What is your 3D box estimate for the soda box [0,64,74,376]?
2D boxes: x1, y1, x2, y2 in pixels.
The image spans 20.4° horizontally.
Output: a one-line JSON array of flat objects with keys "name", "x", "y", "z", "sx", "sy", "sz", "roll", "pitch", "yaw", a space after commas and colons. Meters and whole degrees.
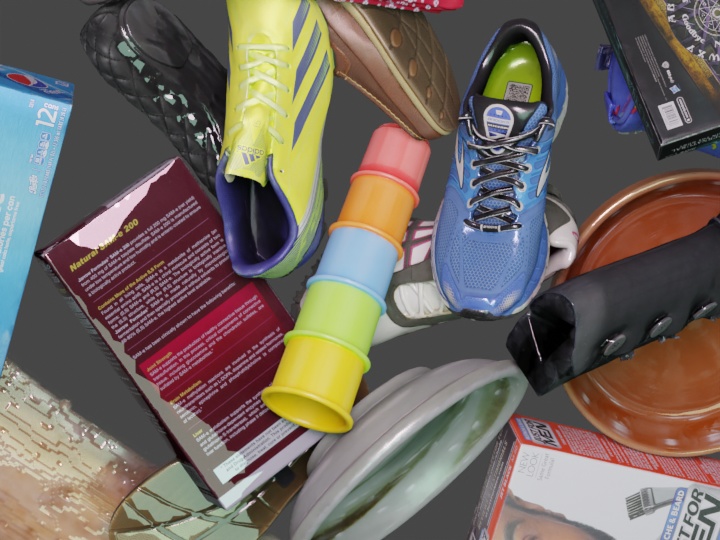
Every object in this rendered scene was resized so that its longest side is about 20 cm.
[{"name": "soda box", "x": -0.235, "y": -0.025, "z": 1.257, "sx": 0.064, "sy": 0.068, "sz": 0.201, "roll": 15, "pitch": 104, "yaw": -11}]

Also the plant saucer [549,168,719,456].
[{"name": "plant saucer", "x": 0.223, "y": 0.028, "z": 1.358, "sx": 0.199, "sy": 0.032, "sz": 0.202, "roll": -2, "pitch": 106, "yaw": -8}]

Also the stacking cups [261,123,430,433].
[{"name": "stacking cups", "x": 0.000, "y": 0.000, "z": 1.253, "sx": 0.060, "sy": 0.060, "sz": 0.201, "roll": 27, "pitch": 69, "yaw": -15}]

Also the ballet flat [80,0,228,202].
[{"name": "ballet flat", "x": -0.099, "y": -0.094, "z": 1.274, "sx": 0.200, "sy": 0.057, "sz": 0.067, "roll": 52, "pitch": 55, "yaw": -20}]

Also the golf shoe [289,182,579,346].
[{"name": "golf shoe", "x": 0.047, "y": 0.002, "z": 1.297, "sx": 0.199, "sy": 0.088, "sz": 0.077, "roll": -26, "pitch": 110, "yaw": 1}]

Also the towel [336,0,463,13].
[{"name": "towel", "x": 0.003, "y": -0.226, "z": 1.168, "sx": 0.199, "sy": 0.022, "sz": 0.145, "roll": -1, "pitch": 112, "yaw": -44}]

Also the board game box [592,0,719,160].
[{"name": "board game box", "x": 0.212, "y": -0.179, "z": 1.236, "sx": 0.135, "sy": 0.028, "sz": 0.201, "roll": -18, "pitch": 70, "yaw": -3}]

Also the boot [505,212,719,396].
[{"name": "boot", "x": 0.196, "y": -0.010, "z": 1.229, "sx": 0.199, "sy": 0.066, "sz": 0.165, "roll": -16, "pitch": 144, "yaw": -24}]

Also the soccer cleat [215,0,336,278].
[{"name": "soccer cleat", "x": -0.056, "y": -0.091, "z": 1.209, "sx": 0.064, "sy": 0.084, "sz": 0.201, "roll": 6, "pitch": 109, "yaw": 25}]

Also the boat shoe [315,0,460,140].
[{"name": "boat shoe", "x": -0.013, "y": -0.159, "z": 1.255, "sx": 0.067, "sy": 0.072, "sz": 0.200, "roll": -31, "pitch": 109, "yaw": 32}]

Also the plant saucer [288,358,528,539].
[{"name": "plant saucer", "x": 0.020, "y": 0.115, "z": 1.295, "sx": 0.200, "sy": 0.200, "sz": 0.050, "roll": -43, "pitch": 73, "yaw": 6}]

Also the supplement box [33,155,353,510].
[{"name": "supplement box", "x": -0.106, "y": 0.040, "z": 1.271, "sx": 0.109, "sy": 0.061, "sz": 0.200, "roll": -36, "pitch": 99, "yaw": -13}]

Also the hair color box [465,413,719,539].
[{"name": "hair color box", "x": 0.182, "y": 0.178, "z": 1.380, "sx": 0.199, "sy": 0.064, "sz": 0.111, "roll": 13, "pitch": 105, "yaw": -10}]

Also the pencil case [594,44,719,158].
[{"name": "pencil case", "x": 0.251, "y": -0.102, "z": 1.298, "sx": 0.199, "sy": 0.078, "sz": 0.087, "roll": 17, "pitch": 129, "yaw": -13}]

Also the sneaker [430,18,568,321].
[{"name": "sneaker", "x": 0.082, "y": -0.066, "z": 1.234, "sx": 0.078, "sy": 0.089, "sz": 0.201, "roll": 4, "pitch": 69, "yaw": 13}]

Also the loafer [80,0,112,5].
[{"name": "loafer", "x": -0.111, "y": -0.245, "z": 1.214, "sx": 0.071, "sy": 0.073, "sz": 0.200, "roll": 44, "pitch": 87, "yaw": -13}]

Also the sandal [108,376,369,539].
[{"name": "sandal", "x": -0.079, "y": 0.132, "z": 1.338, "sx": 0.200, "sy": 0.054, "sz": 0.080, "roll": -40, "pitch": 101, "yaw": -11}]
